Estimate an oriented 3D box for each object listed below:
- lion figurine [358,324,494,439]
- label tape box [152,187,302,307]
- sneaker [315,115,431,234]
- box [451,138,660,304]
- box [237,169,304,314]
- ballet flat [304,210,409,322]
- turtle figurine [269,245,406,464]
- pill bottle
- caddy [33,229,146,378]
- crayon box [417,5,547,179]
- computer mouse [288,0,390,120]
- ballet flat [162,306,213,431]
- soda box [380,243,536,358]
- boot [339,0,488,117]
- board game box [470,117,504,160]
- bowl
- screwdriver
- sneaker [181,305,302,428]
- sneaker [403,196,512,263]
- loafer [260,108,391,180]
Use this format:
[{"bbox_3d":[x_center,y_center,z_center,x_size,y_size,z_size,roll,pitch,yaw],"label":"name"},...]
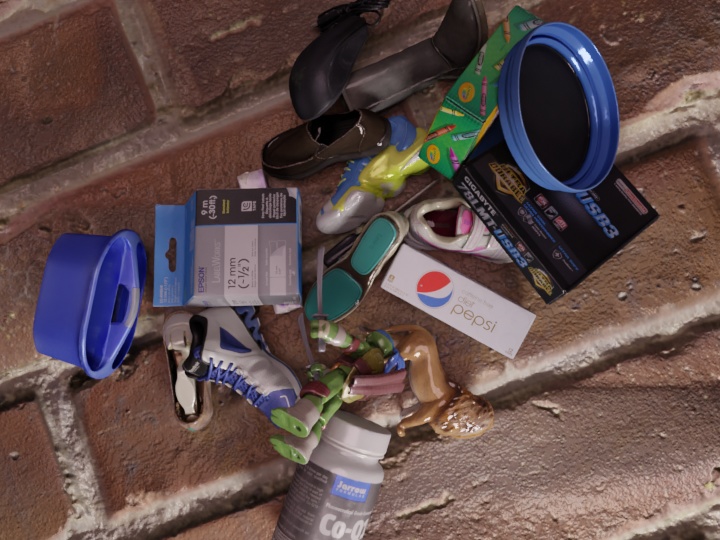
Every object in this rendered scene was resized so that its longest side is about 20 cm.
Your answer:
[{"bbox_3d":[0.088,0.141,0.925,0.122,0.072,0.201,-26,92,15],"label":"lion figurine"},{"bbox_3d":[-0.176,-0.029,0.908,0.198,0.066,0.145,-1,77,-3],"label":"label tape box"},{"bbox_3d":[0.008,-0.139,0.964,0.199,0.076,0.105,-35,66,1],"label":"sneaker"},{"bbox_3d":[0.250,-0.090,0.886,0.198,0.050,0.200,-32,79,-24],"label":"box"},{"bbox_3d":[-0.126,-0.040,0.970,0.038,0.041,0.202,-17,86,1],"label":"box"},{"bbox_3d":[0.000,0.000,0.946,0.067,0.062,0.200,47,115,8],"label":"ballet flat"},{"bbox_3d":[-0.058,0.120,0.859,0.200,0.144,0.194,46,51,-10],"label":"turtle figurine"},{"bbox_3d":[-0.036,0.291,0.905,0.113,0.114,0.201,19,88,5],"label":"pill bottle"},{"bbox_3d":[-0.346,0.041,0.929,0.104,0.141,0.202,10,87,7],"label":"caddy"},{"bbox_3d":[0.157,-0.225,0.879,0.058,0.119,0.200,34,62,5],"label":"crayon box"},{"bbox_3d":[-0.046,-0.290,0.916,0.053,0.138,0.201,38,62,-36],"label":"computer mouse"},{"bbox_3d":[-0.236,0.119,0.952,0.068,0.067,0.202,-11,85,3],"label":"ballet flat"},{"bbox_3d":[0.130,0.038,0.935,0.199,0.064,0.068,28,95,4],"label":"soda box"},{"bbox_3d":[0.063,-0.279,0.914,0.198,0.182,0.073,-15,66,-1],"label":"boot"},{"bbox_3d":[0.220,-0.139,0.949,0.157,0.039,0.201,-18,73,-22],"label":"board game box"},{"bbox_3d":[0.239,-0.192,0.834,0.199,0.039,0.202,4,83,-37],"label":"bowl"},{"bbox_3d":[0.032,-0.064,0.967,0.199,0.028,0.029,-32,90,2],"label":"screwdriver"},{"bbox_3d":[-0.169,0.130,0.916,0.200,0.115,0.081,56,134,10],"label":"sneaker"},{"bbox_3d":[0.153,-0.054,0.930,0.198,0.088,0.082,2,86,3],"label":"sneaker"},{"bbox_3d":[-0.058,-0.181,0.933,0.199,0.071,0.074,-13,63,26],"label":"loafer"}]
